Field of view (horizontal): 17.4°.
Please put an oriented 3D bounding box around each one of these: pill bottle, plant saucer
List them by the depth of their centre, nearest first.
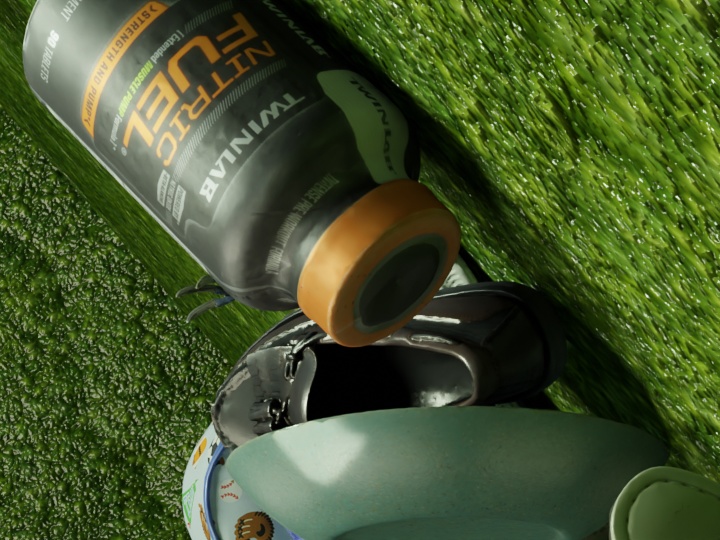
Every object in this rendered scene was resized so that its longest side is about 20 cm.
[{"bbox_3d":[-0.046,-0.056,0.991,0.200,0.106,0.106,44,172,28],"label":"pill bottle"},{"bbox_3d":[0.039,0.104,1.052,0.201,0.200,0.039,69,-162,-71],"label":"plant saucer"}]

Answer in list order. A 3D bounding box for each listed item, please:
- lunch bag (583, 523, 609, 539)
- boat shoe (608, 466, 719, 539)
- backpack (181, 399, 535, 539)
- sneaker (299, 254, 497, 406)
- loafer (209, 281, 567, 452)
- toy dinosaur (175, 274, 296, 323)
[{"bbox_3d":[0.154,0.221,1.197,0.167,0.140,0.200,24,163,28],"label":"lunch bag"},{"bbox_3d":[0.172,0.162,0.977,0.201,0.072,0.061,46,169,-4],"label":"boat shoe"},{"bbox_3d":[0.006,0.116,1.254,0.200,0.190,0.154,49,173,-2],"label":"backpack"},{"bbox_3d":[0.000,0.000,1.175,0.200,0.081,0.146,43,-179,8],"label":"sneaker"},{"bbox_3d":[-0.002,0.050,1.054,0.199,0.063,0.072,-17,98,39],"label":"loafer"},{"bbox_3d":[-0.040,0.011,1.427,0.200,0.105,0.182,38,-162,-26],"label":"toy dinosaur"}]
